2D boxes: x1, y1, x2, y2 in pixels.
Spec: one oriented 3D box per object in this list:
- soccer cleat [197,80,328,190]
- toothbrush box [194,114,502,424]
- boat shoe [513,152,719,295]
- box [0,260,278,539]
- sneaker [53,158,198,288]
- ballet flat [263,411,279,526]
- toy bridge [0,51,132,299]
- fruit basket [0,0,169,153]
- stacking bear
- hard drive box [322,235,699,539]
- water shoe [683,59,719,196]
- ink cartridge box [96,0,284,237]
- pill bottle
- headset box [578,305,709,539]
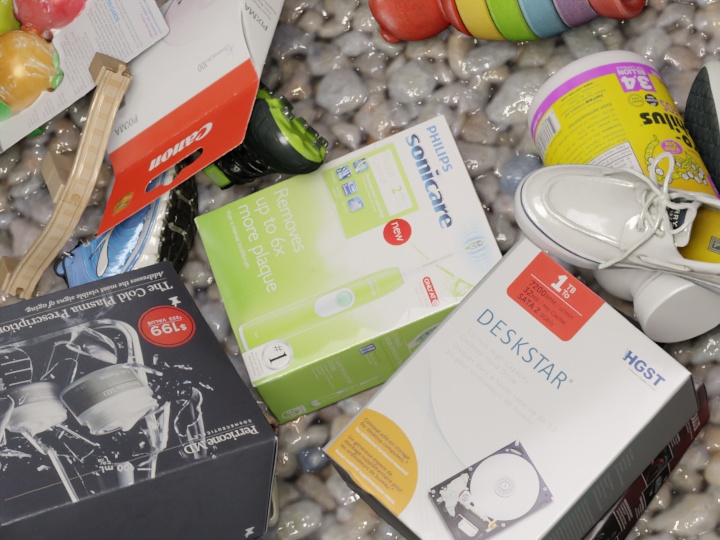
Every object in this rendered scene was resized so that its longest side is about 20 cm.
[{"bbox_3d":[-0.077,-0.090,1.747,0.081,0.200,0.068,-45,106,-1],"label":"soccer cleat"},{"bbox_3d":[0.000,0.000,1.732,0.199,0.086,0.146,-21,64,2],"label":"toothbrush box"},{"bbox_3d":[0.202,-0.031,1.568,0.201,0.086,0.075,19,69,0],"label":"boat shoe"},{"bbox_3d":[-0.183,0.111,1.619,0.199,0.104,0.182,-17,50,-23],"label":"box"},{"bbox_3d":[-0.183,-0.013,1.783,0.089,0.079,0.201,15,72,15],"label":"sneaker"},{"bbox_3d":[-0.094,0.187,1.689,0.067,0.068,0.201,6,71,9],"label":"ballet flat"},{"bbox_3d":[-0.217,-0.066,1.771,0.201,0.027,0.067,-63,26,18],"label":"toy bridge"},{"bbox_3d":[-0.253,-0.186,1.846,0.200,0.094,0.186,-32,56,6],"label":"fruit basket"},{"bbox_3d":[0.100,-0.222,1.789,0.199,0.122,0.114,-10,33,22],"label":"stacking bear"},{"bbox_3d":[0.101,0.105,1.587,0.156,0.077,0.200,39,81,23],"label":"hard drive box"},{"bbox_3d":[0.288,-0.058,1.712,0.079,0.072,0.201,-3,65,-17],"label":"water shoe"},{"bbox_3d":[-0.134,-0.138,1.758,0.162,0.057,0.200,-31,26,34],"label":"ink cartridge box"},{"bbox_3d":[0.197,-0.051,1.687,0.104,0.104,0.201,-23,58,3],"label":"pill bottle"},{"bbox_3d":[0.138,0.114,1.659,0.148,0.075,0.200,31,78,22],"label":"headset box"}]
